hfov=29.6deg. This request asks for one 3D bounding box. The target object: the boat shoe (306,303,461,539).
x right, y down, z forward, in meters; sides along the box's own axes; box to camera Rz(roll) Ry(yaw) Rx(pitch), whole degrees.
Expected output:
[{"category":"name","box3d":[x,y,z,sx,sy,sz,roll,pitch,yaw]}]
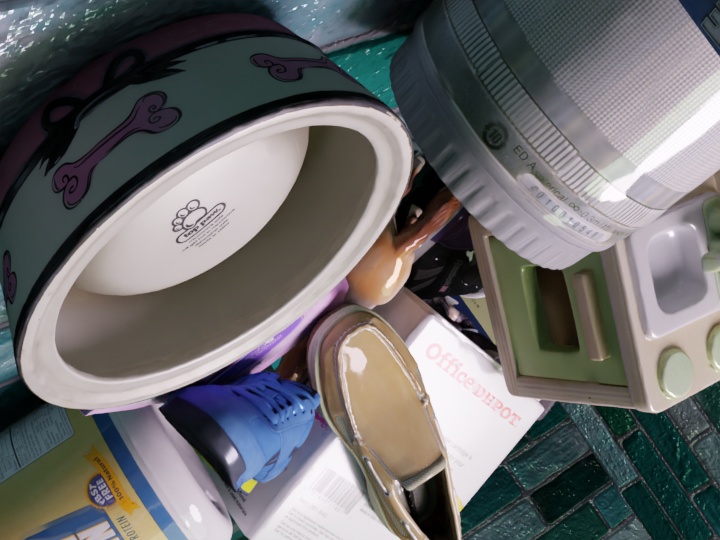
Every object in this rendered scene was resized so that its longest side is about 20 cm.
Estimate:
[{"category":"boat shoe","box3d":[0.028,0.110,0.883,0.071,0.076,0.201,-34,126,-11]}]

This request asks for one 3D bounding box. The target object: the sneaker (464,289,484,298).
[{"category":"sneaker","box3d":[0.166,-0.045,1.218,0.200,0.074,0.115,-42,163,11]}]

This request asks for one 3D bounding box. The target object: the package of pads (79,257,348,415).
[{"category":"package of pads","box3d":[-0.093,0.020,0.801,0.120,0.076,0.200,-41,167,12]}]

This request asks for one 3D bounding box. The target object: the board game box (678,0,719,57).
[{"category":"board game box","box3d":[0.163,-0.152,0.522,0.135,0.201,0.035,-27,168,-25]}]

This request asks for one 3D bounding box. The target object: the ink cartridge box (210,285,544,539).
[{"category":"ink cartridge box","box3d":[0.013,0.123,0.983,0.201,0.084,0.145,-50,126,2]}]

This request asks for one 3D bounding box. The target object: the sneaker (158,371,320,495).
[{"category":"sneaker","box3d":[-0.065,0.084,0.805,0.078,0.066,0.200,-42,171,-6]}]

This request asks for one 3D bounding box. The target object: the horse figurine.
[{"category":"horse figurine","box3d":[0.000,0.000,0.925,0.200,0.050,0.133,-40,-164,33]}]

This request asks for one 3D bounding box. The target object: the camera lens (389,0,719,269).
[{"category":"camera lens","box3d":[0.132,-0.117,0.670,0.200,0.161,0.159,-40,166,25]}]

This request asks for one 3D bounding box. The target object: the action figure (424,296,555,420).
[{"category":"action figure","box3d":[0.072,0.057,1.131,0.129,0.200,0.070,8,110,-42]}]

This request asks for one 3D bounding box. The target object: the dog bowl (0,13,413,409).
[{"category":"dog bowl","box3d":[-0.076,-0.029,0.607,0.199,0.074,0.201,-30,158,-14]}]

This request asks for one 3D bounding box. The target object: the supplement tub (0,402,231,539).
[{"category":"supplement tub","box3d":[-0.199,0.169,0.882,0.199,0.145,0.145,-33,168,-5]}]

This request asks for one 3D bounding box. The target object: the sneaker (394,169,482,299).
[{"category":"sneaker","box3d":[0.051,0.002,1.020,0.200,0.087,0.076,-43,-155,37]}]

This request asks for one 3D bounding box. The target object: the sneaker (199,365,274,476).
[{"category":"sneaker","box3d":[-0.048,0.092,1.069,0.198,0.119,0.074,-8,146,-32]}]

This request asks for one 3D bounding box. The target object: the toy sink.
[{"category":"toy sink","box3d":[0.178,0.010,0.878,0.111,0.132,0.199,-21,-168,-33]}]

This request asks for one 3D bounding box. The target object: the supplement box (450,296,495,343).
[{"category":"supplement box","box3d":[0.134,0.049,1.353,0.199,0.135,0.200,-30,168,-29]}]
